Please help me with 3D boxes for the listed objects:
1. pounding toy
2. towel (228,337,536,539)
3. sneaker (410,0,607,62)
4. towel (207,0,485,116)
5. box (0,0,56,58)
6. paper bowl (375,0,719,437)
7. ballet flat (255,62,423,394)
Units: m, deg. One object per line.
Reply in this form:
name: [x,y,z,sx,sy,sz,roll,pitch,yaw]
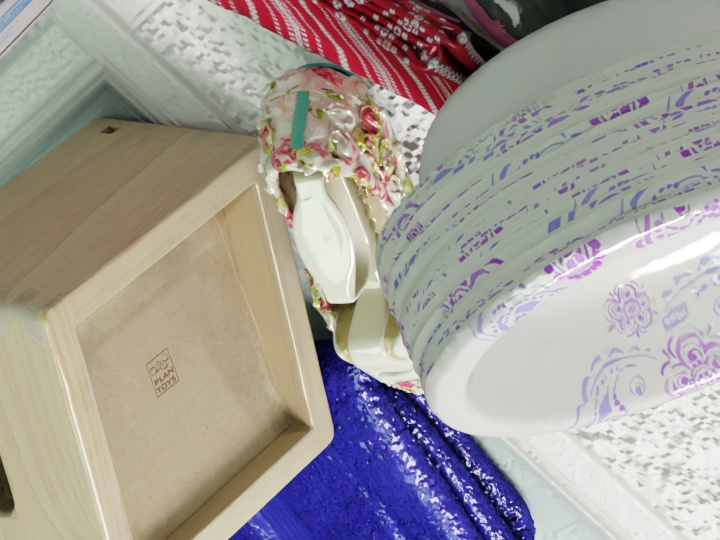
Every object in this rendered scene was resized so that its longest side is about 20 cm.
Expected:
pounding toy: [-0.128,0.064,1.242,0.142,0.184,0.201,9,124,35]
towel: [-0.026,0.107,1.359,0.199,0.050,0.148,-18,121,45]
sneaker: [0.002,-0.140,1.053,0.200,0.080,0.086,49,150,-11]
towel: [-0.032,-0.105,1.083,0.199,0.023,0.145,29,176,19]
box: [-0.149,-0.177,1.084,0.060,0.117,0.201,27,141,16]
paper bowl: [0.101,-0.028,1.025,0.201,0.200,0.105,-49,57,52]
ballet flat: [0.000,0.000,1.197,0.075,0.064,0.200,-8,133,23]
